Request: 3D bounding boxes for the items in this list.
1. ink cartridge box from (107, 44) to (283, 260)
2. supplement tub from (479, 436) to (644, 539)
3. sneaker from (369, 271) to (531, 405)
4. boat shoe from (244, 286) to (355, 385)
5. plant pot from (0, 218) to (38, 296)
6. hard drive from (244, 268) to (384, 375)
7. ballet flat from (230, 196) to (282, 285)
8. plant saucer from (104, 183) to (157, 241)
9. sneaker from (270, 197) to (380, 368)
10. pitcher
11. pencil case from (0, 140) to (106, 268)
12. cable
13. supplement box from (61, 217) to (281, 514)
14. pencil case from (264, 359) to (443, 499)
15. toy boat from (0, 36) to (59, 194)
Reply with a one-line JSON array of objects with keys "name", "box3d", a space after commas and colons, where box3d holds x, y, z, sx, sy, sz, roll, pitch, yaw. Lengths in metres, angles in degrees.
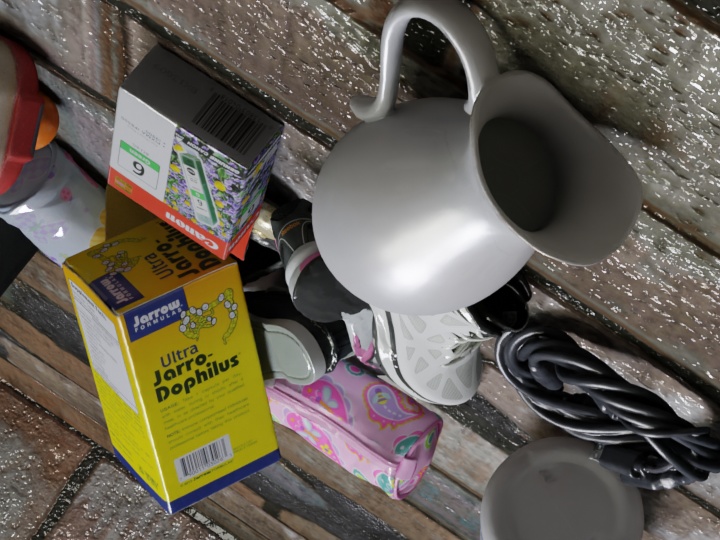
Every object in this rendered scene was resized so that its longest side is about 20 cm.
[{"name": "ink cartridge box", "box3d": [-0.125, -0.067, 1.557, 0.109, 0.050, 0.200, 33, 151, 7]}, {"name": "supplement tub", "box3d": [0.163, 0.221, 1.768, 0.132, 0.132, 0.200, 31, 166, 13]}, {"name": "sneaker", "box3d": [0.068, 0.044, 1.491, 0.115, 0.076, 0.201, 25, 155, 36]}, {"name": "boat shoe", "box3d": [-0.064, 0.050, 1.751, 0.200, 0.060, 0.076, 19, 132, 57]}, {"name": "plant pot", "box3d": [-0.430, -0.059, 2.111, 0.199, 0.200, 0.178, 34, 153, 2]}, {"name": "hard drive", "box3d": [-0.026, 0.043, 1.829, 0.132, 0.025, 0.200, 38, 166, -13]}, {"name": "ballet flat", "box3d": [-0.083, -0.017, 1.692, 0.066, 0.057, 0.200, 38, 165, 0]}, {"name": "plant saucer", "box3d": [-0.159, 0.044, 1.899, 0.048, 0.201, 0.200, -16, 144, 18]}, {"name": "sneaker", "box3d": [0.000, 0.000, 1.569, 0.087, 0.080, 0.200, 62, -170, 31]}, {"name": "pitcher", "box3d": [0.041, -0.063, 1.192, 0.172, 0.121, 0.200, 58, 151, -7]}, {"name": "pencil case", "box3d": [-0.253, -0.033, 1.970, 0.090, 0.083, 0.200, -1, 145, 44]}, {"name": "cable", "box3d": [0.177, 0.093, 1.505, 0.163, 0.051, 0.200, 44, 168, -15]}, {"name": "supplement box", "box3d": [-0.151, 0.074, 1.738, 0.109, 0.109, 0.201, 38, 147, 49]}, {"name": "pencil case", "box3d": [-0.027, 0.114, 1.835, 0.199, 0.088, 0.087, 30, 165, 16]}, {"name": "toy boat", "box3d": [-0.307, -0.129, 1.765, 0.130, 0.131, 0.200, 8, -173, -42]}]
